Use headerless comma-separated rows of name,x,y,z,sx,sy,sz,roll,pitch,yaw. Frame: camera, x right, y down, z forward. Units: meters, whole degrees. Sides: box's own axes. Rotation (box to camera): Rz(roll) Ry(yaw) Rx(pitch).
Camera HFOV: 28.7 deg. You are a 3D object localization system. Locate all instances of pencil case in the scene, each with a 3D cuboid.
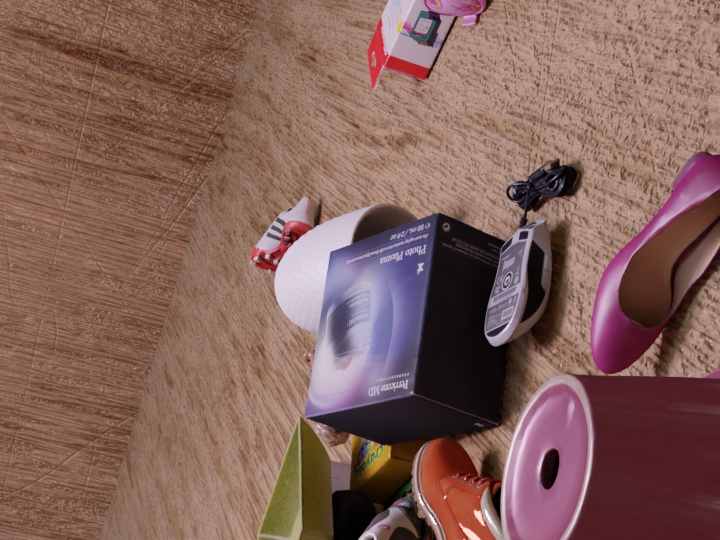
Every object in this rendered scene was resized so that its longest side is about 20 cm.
pencil case,0.134,-0.420,1.807,0.087,0.087,0.201,148,134,-66

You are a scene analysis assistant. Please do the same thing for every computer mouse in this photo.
computer mouse,0.169,-0.011,1.403,0.110,0.044,0.201,-31,40,60

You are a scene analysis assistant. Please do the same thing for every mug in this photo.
mug,0.000,0.000,1.723,0.175,0.200,0.148,-16,99,46

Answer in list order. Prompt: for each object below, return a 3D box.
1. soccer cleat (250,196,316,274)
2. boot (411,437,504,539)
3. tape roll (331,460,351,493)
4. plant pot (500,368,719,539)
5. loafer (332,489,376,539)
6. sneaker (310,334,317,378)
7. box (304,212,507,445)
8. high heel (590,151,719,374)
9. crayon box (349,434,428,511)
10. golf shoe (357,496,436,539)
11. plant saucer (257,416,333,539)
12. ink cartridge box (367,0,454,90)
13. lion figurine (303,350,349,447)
soccer cleat,-0.126,-0.057,2.370,0.200,0.068,0.086,-41,28,57
boot,0.111,0.220,1.345,0.108,0.075,0.200,-60,30,31
tape roll,-0.063,0.339,1.796,0.202,0.070,0.204,-164,90,-74
plant pot,0.198,0.150,0.923,0.200,0.178,0.201,-166,90,-73
loafer,-0.022,0.354,1.623,0.070,0.068,0.202,6,90,63
sneaker,-0.023,0.094,1.912,0.077,0.075,0.201,68,-151,-74
box,0.052,0.067,1.494,0.200,0.123,0.200,-20,57,52
high heel,0.240,-0.001,1.103,0.096,0.067,0.201,-102,33,-78
crayon box,0.035,0.186,1.645,0.127,0.051,0.201,127,152,-51
golf shoe,0.005,0.331,1.516,0.077,0.088,0.201,39,122,28
plant saucer,-0.074,0.306,1.618,0.200,0.048,0.201,-95,21,-57
ink cartridge box,0.077,-0.349,1.947,0.116,0.067,0.201,-96,27,-52
lion figurine,-0.007,0.121,1.794,0.200,0.072,0.123,-56,37,26
